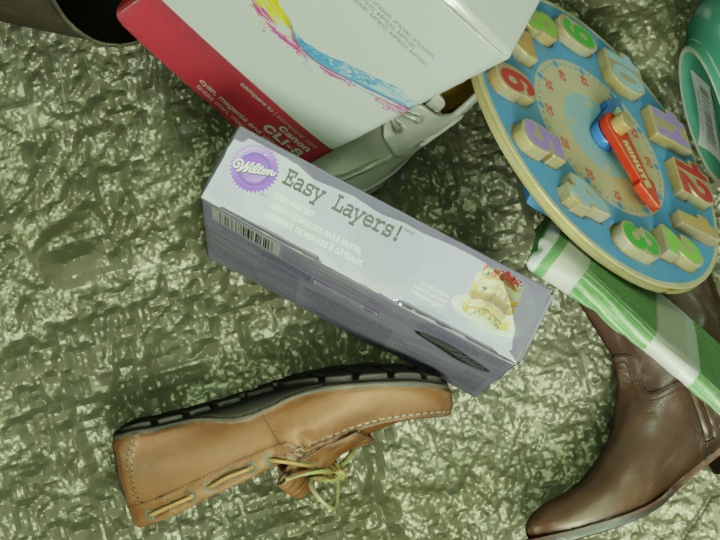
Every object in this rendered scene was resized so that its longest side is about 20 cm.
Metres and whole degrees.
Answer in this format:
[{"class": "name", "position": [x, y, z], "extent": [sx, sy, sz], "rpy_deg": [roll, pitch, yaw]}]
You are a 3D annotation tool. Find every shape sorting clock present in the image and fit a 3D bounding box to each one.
[{"class": "shape sorting clock", "position": [0.135, -0.076, 1.081], "extent": [0.039, 0.200, 0.200], "rpy_deg": [-35, 84, 29]}]

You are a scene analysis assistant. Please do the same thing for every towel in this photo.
[{"class": "towel", "position": [0.172, 0.044, 1.044], "extent": [0.200, 0.153, 0.023], "rpy_deg": [42, 102, 0]}]

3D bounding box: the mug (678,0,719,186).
[{"class": "mug", "position": [0.258, -0.090, 1.108], "extent": [0.114, 0.152, 0.185], "rpy_deg": [-16, 70, -4]}]

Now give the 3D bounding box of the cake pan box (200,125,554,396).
[{"class": "cake pan box", "position": [0.000, 0.000, 1.077], "extent": [0.200, 0.184, 0.052], "rpy_deg": [27, 78, 3]}]

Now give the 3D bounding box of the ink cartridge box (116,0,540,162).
[{"class": "ink cartridge box", "position": [-0.003, -0.175, 1.042], "extent": [0.145, 0.200, 0.145], "rpy_deg": [42, 55, -19]}]

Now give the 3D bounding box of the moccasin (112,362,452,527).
[{"class": "moccasin", "position": [-0.043, 0.104, 1.119], "extent": [0.201, 0.074, 0.078], "rpy_deg": [-16, 92, -6]}]

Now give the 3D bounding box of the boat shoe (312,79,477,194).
[{"class": "boat shoe", "position": [0.028, -0.104, 1.148], "extent": [0.200, 0.070, 0.071], "rpy_deg": [-32, 85, -6]}]

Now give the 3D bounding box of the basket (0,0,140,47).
[{"class": "basket", "position": [-0.214, -0.209, 1.100], "extent": [0.200, 0.180, 0.136], "rpy_deg": [11, 107, 24]}]

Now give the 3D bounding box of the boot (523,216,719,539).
[{"class": "boot", "position": [0.140, 0.045, 1.134], "extent": [0.186, 0.064, 0.200], "rpy_deg": [-24, 87, -18]}]
